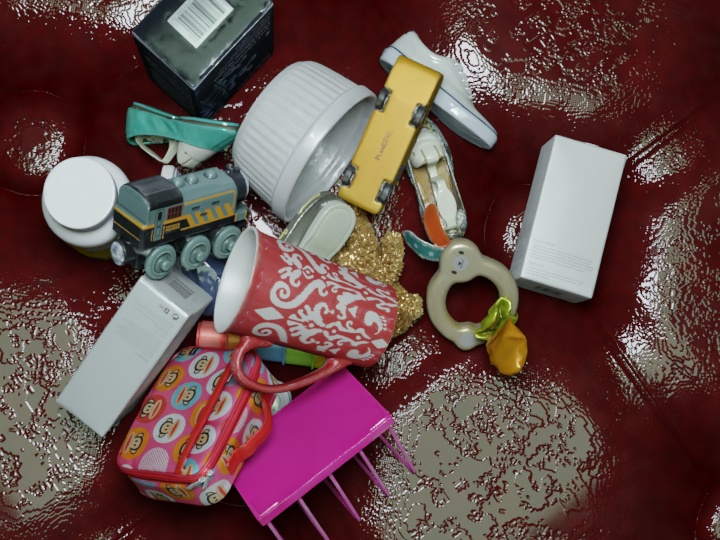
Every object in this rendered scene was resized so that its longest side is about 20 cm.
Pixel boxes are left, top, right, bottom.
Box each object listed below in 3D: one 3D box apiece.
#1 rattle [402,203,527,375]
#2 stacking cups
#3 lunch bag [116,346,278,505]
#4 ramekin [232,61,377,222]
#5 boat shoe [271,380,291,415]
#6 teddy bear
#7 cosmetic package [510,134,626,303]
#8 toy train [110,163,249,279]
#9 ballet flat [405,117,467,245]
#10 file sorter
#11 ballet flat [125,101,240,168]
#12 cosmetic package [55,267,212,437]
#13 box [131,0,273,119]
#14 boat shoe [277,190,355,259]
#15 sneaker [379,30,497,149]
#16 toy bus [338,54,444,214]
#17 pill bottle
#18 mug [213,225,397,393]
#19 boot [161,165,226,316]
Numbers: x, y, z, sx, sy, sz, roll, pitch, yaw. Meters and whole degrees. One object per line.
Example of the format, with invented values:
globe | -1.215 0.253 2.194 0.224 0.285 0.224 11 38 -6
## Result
rattle | 0.131 0.027 1.388 0.129 0.143 0.202 -16 115 22
stacking cups | -0.118 0.098 1.429 0.197 0.061 0.061 6 83 1
lunch bag | -0.190 0.191 1.332 0.174 0.082 0.201 1 49 30
ramekin | -0.078 -0.173 1.390 0.105 0.200 0.201 36 82 9
boat shoe | -0.167 0.221 1.400 0.074 0.065 0.200 45 82 1
teddy bear | 0.000 0.000 1.438 0.143 0.067 0.203 -14 85 -4
cosmetic package | 0.279 -0.069 1.460 0.106 0.085 0.202 17 82 -3
toy train | -0.215 -0.065 1.311 0.085 0.115 0.199 35 36 31
ballet flat | 0.101 -0.129 1.460 0.071 0.072 0.203 -16 85 -6
file sorter | -0.049 0.250 1.357 0.199 0.139 0.126 -36 125 -11
ballet flat | -0.234 -0.171 1.406 0.198 0.067 0.071 16 96 35
cosmetic package | -0.282 0.098 1.352 0.081 0.113 0.201 39 102 0
box | -0.197 -0.293 1.386 0.107 0.200 0.149 42 83 0
boat shoe | -0.086 -0.015 1.402 0.072 0.060 0.202 33 100 -39
sneaker | 0.119 -0.251 1.472 0.200 0.073 0.071 42 85 1
toy bus | 0.040 -0.178 1.416 0.064 0.078 0.202 25 99 5
pill bottle | -0.336 -0.080 1.351 0.111 0.200 0.114 1 83 -4
mug | -0.073 0.059 1.329 0.198 0.134 0.179 18 108 -21
boot | -0.221 -0.037 1.426 0.089 0.073 0.203 0 93 -6
